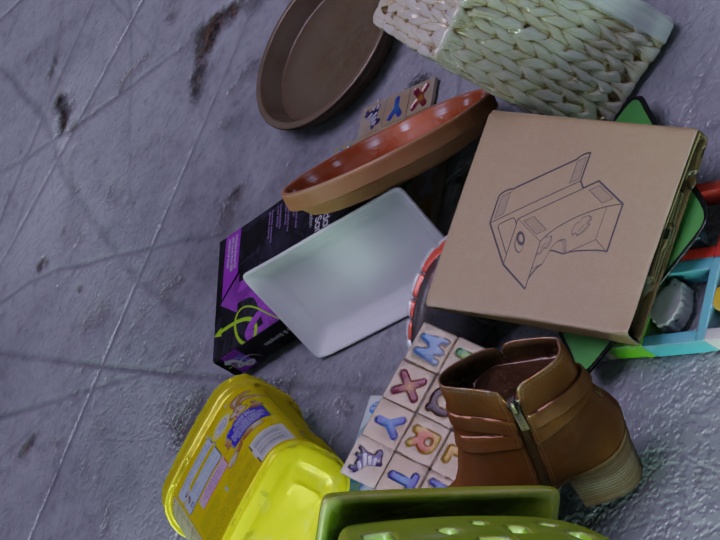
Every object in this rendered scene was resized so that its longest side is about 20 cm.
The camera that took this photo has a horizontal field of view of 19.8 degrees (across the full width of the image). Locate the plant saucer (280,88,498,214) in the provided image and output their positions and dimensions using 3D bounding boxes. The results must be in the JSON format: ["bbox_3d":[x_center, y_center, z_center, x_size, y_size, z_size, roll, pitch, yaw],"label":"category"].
[{"bbox_3d":[0.027,-0.097,1.744,0.199,0.032,0.200,-26,9,5],"label":"plant saucer"}]

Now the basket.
[{"bbox_3d":[0.125,-0.201,1.643,0.124,0.199,0.136,-60,33,7],"label":"basket"}]

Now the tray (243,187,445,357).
[{"bbox_3d":[0.000,0.000,1.744,0.199,0.107,0.022,-28,24,39],"label":"tray"}]

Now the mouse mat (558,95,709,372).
[{"bbox_3d":[0.190,-0.029,1.560,0.161,0.007,0.200,-54,27,22],"label":"mouse mat"}]

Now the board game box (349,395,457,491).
[{"bbox_3d":[0.038,0.197,1.585,0.150,0.047,0.201,-5,61,52],"label":"board game box"}]

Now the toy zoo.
[{"bbox_3d":[0.259,-0.005,1.467,0.199,0.020,0.132,-10,57,50],"label":"toy zoo"}]

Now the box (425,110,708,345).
[{"bbox_3d":[0.150,-0.035,1.533,0.199,0.021,0.165,9,74,44],"label":"box"}]

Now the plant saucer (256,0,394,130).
[{"bbox_3d":[-0.028,-0.222,2.018,0.200,0.029,0.201,-34,40,35],"label":"plant saucer"}]

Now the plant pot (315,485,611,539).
[{"bbox_3d":[0.061,0.247,1.334,0.182,0.197,0.202,-126,39,-62],"label":"plant pot"}]

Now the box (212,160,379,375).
[{"bbox_3d":[-0.057,-0.009,1.873,0.199,0.036,0.144,-32,42,34],"label":"box"}]

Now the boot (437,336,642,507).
[{"bbox_3d":[0.085,0.125,1.428,0.199,0.155,0.074,-27,43,10],"label":"boot"}]

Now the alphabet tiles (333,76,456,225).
[{"bbox_3d":[0.020,-0.076,1.859,0.166,0.006,0.201,-19,51,45],"label":"alphabet tiles"}]

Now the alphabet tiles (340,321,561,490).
[{"bbox_3d":[0.066,0.154,1.526,0.166,0.008,0.201,24,78,31],"label":"alphabet tiles"}]

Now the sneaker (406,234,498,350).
[{"bbox_3d":[0.105,-0.002,1.612,0.201,0.077,0.082,-63,30,4],"label":"sneaker"}]

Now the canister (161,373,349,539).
[{"bbox_3d":[-0.088,0.181,1.690,0.149,0.086,0.200,-61,19,2],"label":"canister"}]
